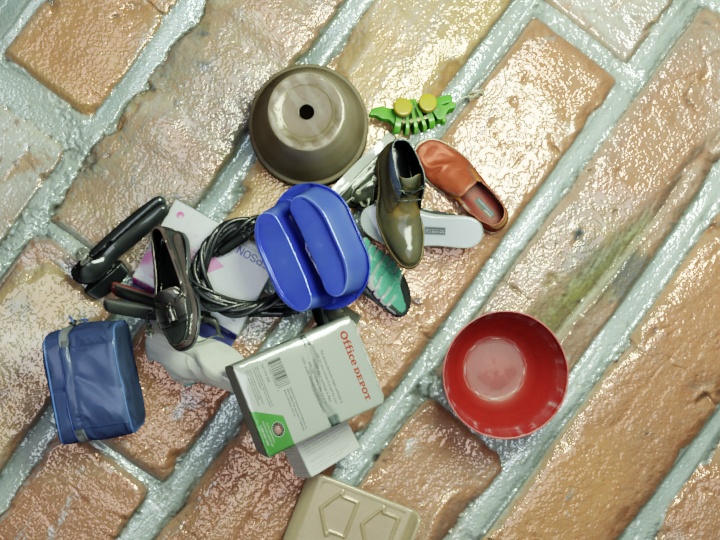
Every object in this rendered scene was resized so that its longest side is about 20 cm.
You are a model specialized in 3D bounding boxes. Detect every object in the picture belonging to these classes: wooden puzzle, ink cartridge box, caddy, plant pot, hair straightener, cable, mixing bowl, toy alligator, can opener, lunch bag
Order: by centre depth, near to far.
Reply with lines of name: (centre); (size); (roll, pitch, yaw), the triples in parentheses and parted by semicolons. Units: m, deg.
ink cartridge box: (-0.084, 0.174, 1.482); (0.199, 0.083, 0.147); (-22, 91, -18)
caddy: (-0.069, -0.033, 1.483); (0.141, 0.105, 0.201); (-23, 92, 23)
plant pot: (-0.083, -0.233, 1.526); (0.199, 0.174, 0.201); (0, 91, -2)
lunch bag: (-0.426, 0.167, 1.531); (0.132, 0.136, 0.201); (-11, 90, -2)
cable: (-0.175, -0.007, 1.544); (0.199, 0.051, 0.164); (2, 92, -4)
hair straightener: (-0.313, 0.082, 1.546); (0.199, 0.041, 0.077); (19, 51, -1)
mixing bowl: (0.223, 0.163, 1.570); (0.199, 0.108, 0.201); (0, 90, -3)
can opener: (-0.387, -0.046, 1.574); (0.200, 0.079, 0.063); (-47, 47, 2)
ink cartridge box: (-0.261, 0.018, 1.585); (0.196, 0.043, 0.201); (28, 88, -2)
toy alligator: (0.113, -0.252, 1.585); (0.199, 0.059, 0.055); (-11, 79, -10)
wooden puzzle: (-0.023, 0.446, 1.596); (0.199, 0.046, 0.186); (21, 89, 3)

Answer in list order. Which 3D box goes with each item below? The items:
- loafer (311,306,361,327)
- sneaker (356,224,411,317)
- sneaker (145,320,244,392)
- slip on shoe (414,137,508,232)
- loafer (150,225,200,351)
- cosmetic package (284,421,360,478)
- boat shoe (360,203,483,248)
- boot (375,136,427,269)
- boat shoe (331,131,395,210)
loafer: (-0.034, 0.082, 1.584); (0.072, 0.073, 0.201); (-15, 100, -12)
sneaker: (0.000, 0.000, 1.594); (0.200, 0.087, 0.075); (51, 48, -18)
sneaker: (-0.260, 0.155, 1.558); (0.199, 0.075, 0.089); (27, 118, 22)
slip on shoe: (0.167, -0.141, 1.591); (0.074, 0.061, 0.200); (-44, 90, 0)
loafer: (-0.295, 0.025, 1.501); (0.072, 0.063, 0.201); (-19, 66, 20)
cosmetic package: (-0.094, 0.220, 1.562); (0.101, 0.074, 0.201); (-25, 90, -28)
boat shoe: (0.098, -0.073, 1.585); (0.199, 0.066, 0.070); (3, 95, -1)
boot: (0.063, -0.107, 1.499); (0.074, 0.097, 0.201); (-9, 80, -8)
boat shoe: (0.000, -0.134, 1.579); (0.064, 0.071, 0.200); (44, 87, 2)
